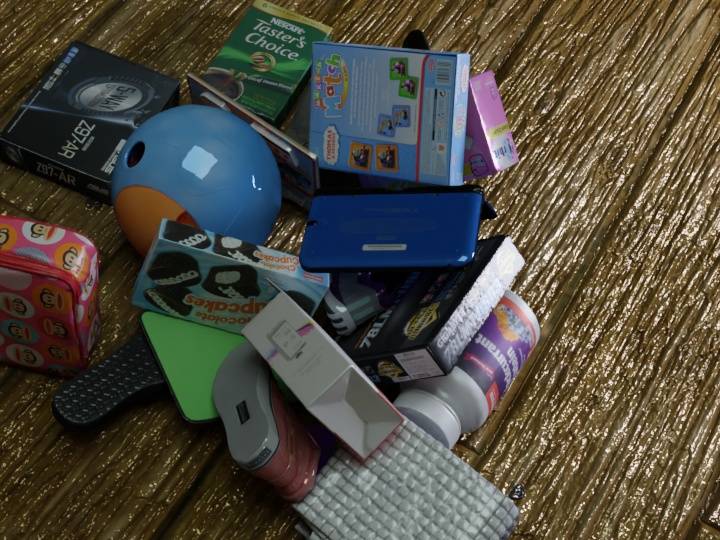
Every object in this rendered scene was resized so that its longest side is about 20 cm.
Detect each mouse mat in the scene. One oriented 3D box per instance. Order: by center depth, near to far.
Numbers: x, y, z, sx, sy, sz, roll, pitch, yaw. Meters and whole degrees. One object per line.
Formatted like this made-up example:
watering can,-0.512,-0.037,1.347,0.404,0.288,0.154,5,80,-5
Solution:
mouse mat,-0.142,0.097,1.582,0.199,0.008,0.161,-8,54,-34

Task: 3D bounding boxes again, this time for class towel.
towel,0.046,0.263,1.460,0.200,0.086,0.166,35,75,21

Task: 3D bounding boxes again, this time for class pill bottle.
pill bottle,0.114,0.116,1.579,0.111,0.112,0.200,31,55,13

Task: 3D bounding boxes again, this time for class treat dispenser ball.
treat dispenser ball,-0.193,-0.093,1.621,0.200,0.201,0.202,5,53,-7

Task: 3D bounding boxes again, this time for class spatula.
spatula,0.006,0.215,1.543,0.199,0.021,0.057,14,63,-2

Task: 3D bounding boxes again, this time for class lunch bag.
lunch bag,-0.376,0.024,1.504,0.175,0.200,0.082,13,51,3

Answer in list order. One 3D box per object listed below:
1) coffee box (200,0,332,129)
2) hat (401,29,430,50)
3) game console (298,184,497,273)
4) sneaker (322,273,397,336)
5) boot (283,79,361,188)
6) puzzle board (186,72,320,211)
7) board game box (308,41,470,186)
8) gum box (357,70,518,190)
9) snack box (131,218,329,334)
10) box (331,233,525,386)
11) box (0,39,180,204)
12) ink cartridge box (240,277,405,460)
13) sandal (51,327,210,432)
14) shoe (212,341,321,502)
coffee box,-0.131,-0.277,1.866,0.123,0.044,0.200,24,54,8
hat,0.051,-0.201,1.752,0.081,0.201,0.201,-10,56,-13
game console,0.048,-0.036,1.582,0.199,0.119,0.171,-1,50,15
sneaker,0.000,0.000,1.633,0.087,0.075,0.200,-23,35,9
boot,-0.018,-0.180,1.809,0.181,0.073,0.200,29,48,9
puzzle board,-0.132,-0.151,1.710,0.200,0.151,0.017,34,71,15
board game box,0.030,-0.185,1.610,0.199,0.152,0.037,11,15,31
gum box,0.077,-0.156,1.655,0.066,0.199,0.114,-29,103,-54
snack box,-0.148,0.017,1.564,0.199,0.116,0.037,16,44,-15
box,0.064,0.050,1.575,0.050,0.198,0.200,55,50,-21
box,-0.345,-0.193,1.766,0.160,0.044,0.200,22,53,7
ink cartridge box,-0.050,0.101,1.470,0.067,0.117,0.200,-44,41,-2
sandal,-0.258,0.123,1.541,0.200,0.048,0.075,-26,64,-35
shoe,-0.101,0.164,1.493,0.071,0.091,0.200,-37,32,11
